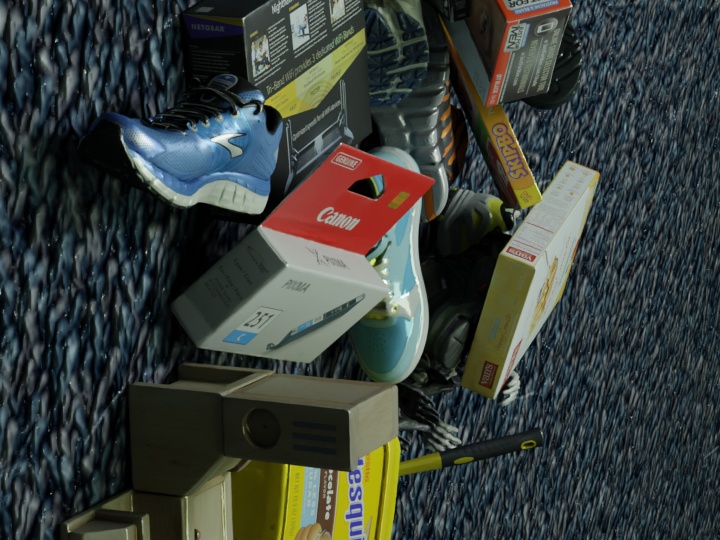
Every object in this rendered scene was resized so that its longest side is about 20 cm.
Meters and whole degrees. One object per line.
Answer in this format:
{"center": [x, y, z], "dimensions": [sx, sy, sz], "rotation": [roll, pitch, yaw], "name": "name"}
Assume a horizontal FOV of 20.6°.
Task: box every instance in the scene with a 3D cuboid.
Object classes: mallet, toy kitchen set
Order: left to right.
{"center": [-0.087, 0.184, 1.358], "dimensions": [0.163, 0.179, 0.202], "rotation": [-22, 113, -62], "name": "toy kitchen set"}
{"center": [0.062, 0.173, 1.717], "dimensions": [0.041, 0.199, 0.066], "rotation": [-110, -163, -51], "name": "mallet"}

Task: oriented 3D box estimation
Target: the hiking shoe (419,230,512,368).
{"center": [0.077, 0.006, 1.775], "dimensions": [0.200, 0.100, 0.076], "rotation": [-50, 163, -58], "name": "hiking shoe"}

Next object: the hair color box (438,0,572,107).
{"center": [0.098, -0.249, 1.625], "dimensions": [0.111, 0.064, 0.201], "rotation": [101, -31, -56], "name": "hair color box"}

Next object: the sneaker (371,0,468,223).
{"center": [0.049, -0.150, 1.720], "dimensions": [0.112, 0.077, 0.201], "rotation": [-56, 148, -65], "name": "sneaker"}

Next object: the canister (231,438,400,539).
{"center": [-0.050, 0.187, 1.569], "dimensions": [0.200, 0.086, 0.150], "rotation": [3, 94, -65], "name": "canister"}

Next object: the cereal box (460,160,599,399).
{"center": [0.152, 0.006, 1.764], "dimensions": [0.200, 0.039, 0.145], "rotation": [-51, 160, -54], "name": "cereal box"}

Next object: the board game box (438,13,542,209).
{"center": [0.105, -0.150, 1.742], "dimensions": [0.096, 0.030, 0.201], "rotation": [-153, -139, -86], "name": "board game box"}

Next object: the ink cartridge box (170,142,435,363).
{"center": [-0.028, -0.007, 1.482], "dimensions": [0.176, 0.045, 0.200], "rotation": [-43, 161, 14], "name": "ink cartridge box"}

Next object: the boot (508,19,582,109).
{"center": [0.139, -0.194, 1.762], "dimensions": [0.076, 0.201, 0.168], "rotation": [-31, 154, -2], "name": "boot"}

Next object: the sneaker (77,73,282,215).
{"center": [-0.114, -0.092, 1.310], "dimensions": [0.200, 0.078, 0.090], "rotation": [0, 114, -65], "name": "sneaker"}

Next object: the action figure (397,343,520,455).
{"center": [0.078, 0.111, 1.805], "dimensions": [0.119, 0.102, 0.200], "rotation": [-53, 168, 31], "name": "action figure"}

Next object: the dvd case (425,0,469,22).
{"center": [0.047, -0.316, 1.591], "dimensions": [0.146, 0.022, 0.201], "rotation": [-130, -152, -57], "name": "dvd case"}

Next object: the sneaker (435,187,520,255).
{"center": [0.118, 0.018, 1.911], "dimensions": [0.076, 0.076, 0.201], "rotation": [-56, 147, -48], "name": "sneaker"}

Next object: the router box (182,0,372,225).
{"center": [-0.058, -0.145, 1.481], "dimensions": [0.200, 0.052, 0.158], "rotation": [-43, 135, -55], "name": "router box"}

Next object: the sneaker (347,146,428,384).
{"center": [0.000, 0.000, 1.635], "dimensions": [0.130, 0.079, 0.202], "rotation": [-12, 99, -67], "name": "sneaker"}

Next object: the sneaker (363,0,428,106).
{"center": [0.021, -0.225, 1.606], "dimensions": [0.085, 0.076, 0.201], "rotation": [-87, -178, -49], "name": "sneaker"}
